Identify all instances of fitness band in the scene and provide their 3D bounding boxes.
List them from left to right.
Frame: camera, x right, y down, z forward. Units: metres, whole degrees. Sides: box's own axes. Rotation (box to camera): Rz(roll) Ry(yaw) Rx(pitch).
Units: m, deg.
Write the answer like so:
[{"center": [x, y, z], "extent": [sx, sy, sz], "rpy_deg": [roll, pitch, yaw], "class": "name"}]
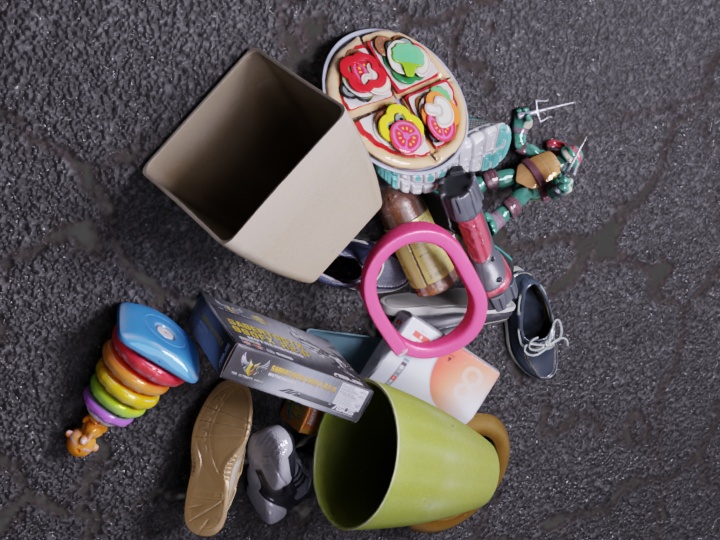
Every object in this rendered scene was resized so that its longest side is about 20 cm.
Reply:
[{"center": [0.078, 0.029, 1.594], "extent": [0.143, 0.037, 0.200], "rpy_deg": [-31, 123, 1], "class": "fitness band"}]

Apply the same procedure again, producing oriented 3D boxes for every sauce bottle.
[{"center": [0.061, -0.064, 1.639], "extent": [0.066, 0.066, 0.200], "rpy_deg": [-29, 108, -16], "class": "sauce bottle"}]

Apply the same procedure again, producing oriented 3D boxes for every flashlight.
[{"center": [0.147, -0.034, 1.623], "extent": [0.068, 0.068, 0.200], "rpy_deg": [-41, 134, -18], "class": "flashlight"}]

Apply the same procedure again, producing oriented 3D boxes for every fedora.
[{"center": [0.122, 0.278, 1.827], "extent": [0.200, 0.082, 0.201], "rpy_deg": [-20, 127, -28], "class": "fedora"}]

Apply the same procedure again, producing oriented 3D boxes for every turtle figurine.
[{"center": [0.231, -0.132, 1.690], "extent": [0.200, 0.150, 0.101], "rpy_deg": [-32, 140, -8], "class": "turtle figurine"}]

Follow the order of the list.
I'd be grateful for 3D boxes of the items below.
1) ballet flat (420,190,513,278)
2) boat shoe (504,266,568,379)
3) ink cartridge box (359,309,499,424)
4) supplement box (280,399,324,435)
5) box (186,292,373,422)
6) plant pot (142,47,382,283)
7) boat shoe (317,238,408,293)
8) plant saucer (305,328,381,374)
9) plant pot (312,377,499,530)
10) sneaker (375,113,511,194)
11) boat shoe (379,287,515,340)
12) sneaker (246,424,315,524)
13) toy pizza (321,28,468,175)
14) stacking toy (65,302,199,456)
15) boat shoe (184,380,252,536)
[{"center": [0.140, -0.029, 1.709], "extent": [0.200, 0.068, 0.069], "rpy_deg": [38, 64, -35], "class": "ballet flat"}, {"center": [0.252, 0.084, 1.834], "extent": [0.075, 0.062, 0.200], "rpy_deg": [-28, 123, -19], "class": "boat shoe"}, {"center": [0.068, 0.176, 1.688], "extent": [0.162, 0.050, 0.200], "rpy_deg": [33, 85, -24], "class": "ink cartridge box"}, {"center": [-0.005, 0.196, 1.734], "extent": [0.200, 0.069, 0.067], "rpy_deg": [14, 101, -31], "class": "supplement box"}, {"center": [-0.101, 0.107, 1.572], "extent": [0.200, 0.158, 0.048], "rpy_deg": [23, 101, -29], "class": "box"}, {"center": [-0.094, -0.103, 1.486], "extent": [0.200, 0.200, 0.177], "rpy_deg": [-48, 138, -3], "class": "plant pot"}, {"center": [0.000, 0.000, 1.633], "extent": [0.200, 0.093, 0.075], "rpy_deg": [11, 105, -33], "class": "boat shoe"}, {"center": [0.000, 0.119, 1.733], "extent": [0.200, 0.019, 0.070], "rpy_deg": [9, 106, -33], "class": "plant saucer"}, {"center": [0.072, 0.245, 1.624], "extent": [0.200, 0.187, 0.188], "rpy_deg": [14, 104, -33], "class": "plant pot"}, {"center": [0.092, -0.156, 1.617], "extent": [0.200, 0.091, 0.078], "rpy_deg": [-15, 127, -33], "class": "sneaker"}, {"center": [0.118, 0.066, 1.742], "extent": [0.200, 0.074, 0.060], "rpy_deg": [-4, 113, -25], "class": "boat shoe"}, {"center": [-0.087, 0.251, 1.686], "extent": [0.114, 0.076, 0.200], "rpy_deg": [-26, 149, -28], "class": "sneaker"}, {"center": [0.048, -0.208, 1.532], "extent": [0.200, 0.032, 0.201], "rpy_deg": [12, 62, -24], "class": "toy pizza"}, {"center": [-0.291, 0.148, 1.538], "extent": [0.116, 0.110, 0.200], "rpy_deg": [33, 104, -21], "class": "stacking toy"}, {"center": [-0.186, 0.240, 1.646], "extent": [0.074, 0.069, 0.200], "rpy_deg": [15, 82, -2], "class": "boat shoe"}]
